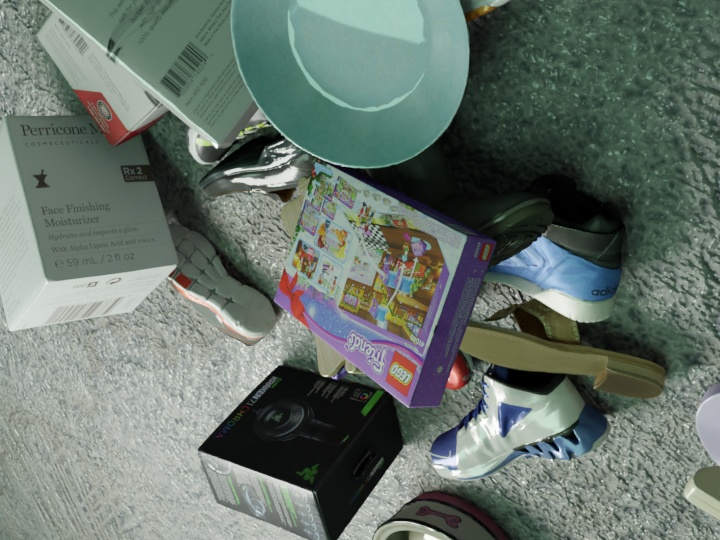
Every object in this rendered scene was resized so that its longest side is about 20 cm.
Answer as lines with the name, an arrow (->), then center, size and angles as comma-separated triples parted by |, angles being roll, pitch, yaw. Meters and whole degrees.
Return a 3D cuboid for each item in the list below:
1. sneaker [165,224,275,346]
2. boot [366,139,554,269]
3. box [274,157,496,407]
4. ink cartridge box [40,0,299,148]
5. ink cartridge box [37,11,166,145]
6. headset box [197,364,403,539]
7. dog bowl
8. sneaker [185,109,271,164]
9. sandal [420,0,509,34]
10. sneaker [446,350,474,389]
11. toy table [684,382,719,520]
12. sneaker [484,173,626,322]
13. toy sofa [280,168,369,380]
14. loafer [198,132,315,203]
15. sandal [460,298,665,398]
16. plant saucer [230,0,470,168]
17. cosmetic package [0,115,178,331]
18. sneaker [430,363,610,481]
sneaker -> -0.200, 0.029, 1.067 | 0.200, 0.077, 0.082 | 43, 145, 6
boot -> 0.064, -0.095, 0.713 | 0.181, 0.072, 0.204 | -31, 66, 46
box -> 0.011, 0.003, 0.690 | 0.199, 0.039, 0.139 | 33, 110, 45
ink cartridge box -> -0.153, -0.227, 0.725 | 0.199, 0.083, 0.147 | 40, 95, -7
ink cartridge box -> -0.229, -0.244, 0.866 | 0.198, 0.083, 0.148 | -23, 104, 46
headset box -> -0.065, 0.221, 1.023 | 0.197, 0.174, 0.094 | 10, 127, 35
dog bowl -> 0.114, 0.372, 1.064 | 0.197, 0.074, 0.203 | 21, 131, 26
sneaker -> -0.107, -0.162, 0.831 | 0.083, 0.072, 0.200 | 46, 130, 6
sandal -> 0.066, -0.224, 0.654 | 0.204, 0.079, 0.060 | -13, 115, 46
sneaker -> 0.029, 0.083, 0.909 | 0.197, 0.085, 0.078 | 27, 136, 22
toy table -> 0.366, 0.192, 0.692 | 0.197, 0.117, 0.187 | 21, 132, 24
sneaker -> 0.138, -0.041, 0.737 | 0.198, 0.076, 0.113 | 25, 127, 34
toy sofa -> 0.000, 0.000, 0.795 | 0.097, 0.082, 0.204 | -35, 61, 37
loafer -> -0.098, -0.102, 0.888 | 0.198, 0.073, 0.073 | -11, 118, 45
sandal -> 0.184, 0.057, 0.785 | 0.207, 0.071, 0.078 | 16, 155, 3
plant saucer -> -0.006, -0.180, 0.653 | 0.197, 0.039, 0.205 | 12, 125, 17
cosmetic package -> -0.345, -0.059, 1.002 | 0.164, 0.163, 0.204 | -33, 72, 47
sneaker -> 0.149, 0.140, 0.867 | 0.197, 0.080, 0.117 | -24, 101, 39
